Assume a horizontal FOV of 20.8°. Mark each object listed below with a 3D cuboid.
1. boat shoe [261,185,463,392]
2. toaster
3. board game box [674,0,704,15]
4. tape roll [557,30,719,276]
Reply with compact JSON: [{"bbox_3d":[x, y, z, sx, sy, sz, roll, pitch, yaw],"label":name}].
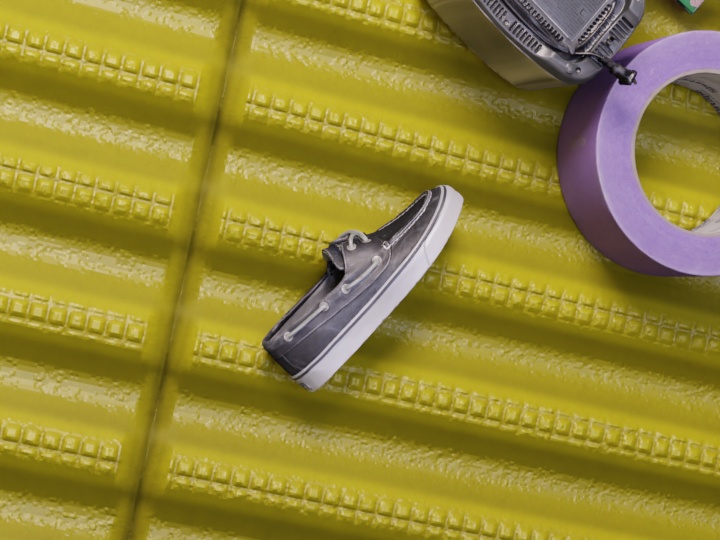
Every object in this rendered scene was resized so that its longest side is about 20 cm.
[{"bbox_3d":[0.000,0.000,1.559,0.068,0.072,0.200,42,86,-14],"label":"boat shoe"},{"bbox_3d":[0.135,-0.221,1.566,0.200,0.129,0.114,42,79,-12],"label":"toaster"},{"bbox_3d":[0.293,-0.335,1.635,0.134,0.029,0.200,39,98,-12],"label":"board game box"},{"bbox_3d":[0.270,-0.095,1.631,0.198,0.085,0.202,0,90,-18],"label":"tape roll"}]
